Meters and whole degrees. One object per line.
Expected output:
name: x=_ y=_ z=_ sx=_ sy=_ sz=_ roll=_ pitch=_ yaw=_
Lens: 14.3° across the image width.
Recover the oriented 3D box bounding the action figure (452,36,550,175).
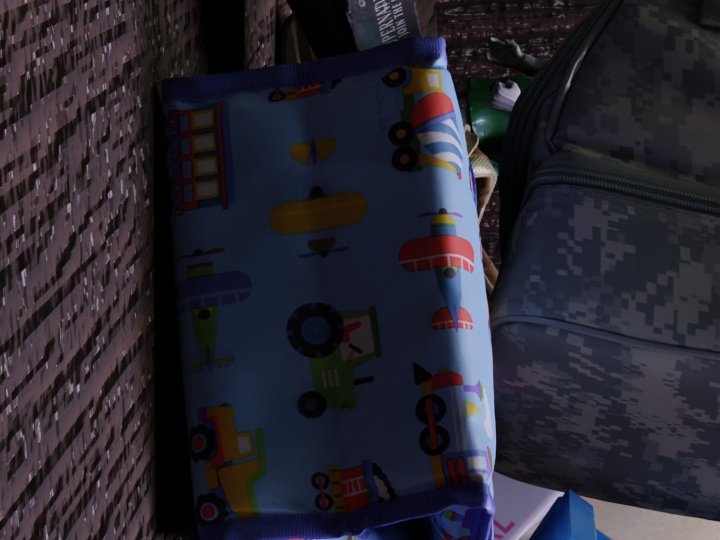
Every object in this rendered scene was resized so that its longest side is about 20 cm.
action figure: x=0.073 y=-0.078 z=1.407 sx=0.118 sy=0.199 sz=0.055 roll=-85 pitch=171 yaw=-66

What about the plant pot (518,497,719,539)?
plant pot: x=0.121 y=0.151 z=1.327 sx=0.183 sy=0.200 sz=0.201 roll=-37 pitch=126 yaw=-62

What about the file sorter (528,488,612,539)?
file sorter: x=0.067 y=0.200 z=1.026 sx=0.200 sy=0.122 sz=0.139 roll=-57 pitch=179 yaw=4

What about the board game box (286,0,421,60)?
board game box: x=-0.014 y=-0.122 z=1.061 sx=0.200 sy=0.028 sz=0.136 roll=74 pitch=-10 yaw=-69

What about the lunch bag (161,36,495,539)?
lunch bag: x=0.006 y=0.034 z=0.948 sx=0.200 sy=0.094 sz=0.151 roll=57 pitch=26 yaw=-70

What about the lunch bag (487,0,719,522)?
lunch bag: x=0.119 y=-0.013 z=1.071 sx=0.200 sy=0.139 sz=0.168 roll=87 pitch=17 yaw=-69

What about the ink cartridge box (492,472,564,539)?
ink cartridge box: x=0.059 y=0.077 z=1.265 sx=0.042 sy=0.119 sz=0.200 roll=42 pitch=12 yaw=-4

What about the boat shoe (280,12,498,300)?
boat shoe: x=0.025 y=-0.033 z=1.272 sx=0.201 sy=0.074 sz=0.076 roll=69 pitch=9 yaw=21
